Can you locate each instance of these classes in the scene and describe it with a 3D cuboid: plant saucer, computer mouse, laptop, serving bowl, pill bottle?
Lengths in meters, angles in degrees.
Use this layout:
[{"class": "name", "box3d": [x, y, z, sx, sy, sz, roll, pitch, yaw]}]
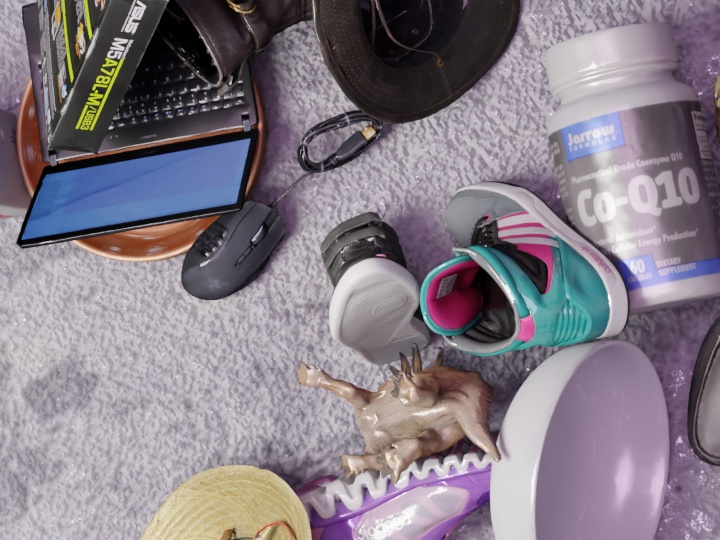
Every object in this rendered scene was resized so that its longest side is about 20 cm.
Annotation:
[{"class": "plant saucer", "box3d": [-0.170, -0.106, 1.688, 0.200, 0.032, 0.201, 0, 88, 11]}, {"class": "computer mouse", "box3d": [-0.058, -0.048, 1.646, 0.200, 0.034, 0.059, -45, 121, 8]}, {"class": "laptop", "box3d": [-0.175, -0.125, 1.621, 0.177, 0.103, 0.201, -9, 86, 10]}, {"class": "serving bowl", "box3d": [0.148, 0.145, 1.542, 0.066, 0.200, 0.201, 6, 89, 35]}, {"class": "pill bottle", "box3d": [0.200, -0.072, 1.569, 0.113, 0.114, 0.201, -13, 85, 11]}]

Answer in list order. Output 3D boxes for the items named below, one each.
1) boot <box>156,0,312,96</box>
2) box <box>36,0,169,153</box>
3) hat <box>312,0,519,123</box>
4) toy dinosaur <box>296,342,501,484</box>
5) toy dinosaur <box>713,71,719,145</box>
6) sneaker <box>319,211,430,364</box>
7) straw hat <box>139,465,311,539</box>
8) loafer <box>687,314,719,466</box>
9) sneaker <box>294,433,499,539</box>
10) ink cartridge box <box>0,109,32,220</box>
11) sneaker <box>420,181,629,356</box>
[{"class": "boot", "box3d": [-0.104, -0.241, 1.610, 0.200, 0.174, 0.069, 54, 142, 7]}, {"class": "box", "box3d": [-0.192, -0.219, 1.566, 0.047, 0.193, 0.200, 6, 56, -23]}, {"class": "hat", "box3d": [0.024, -0.208, 1.614, 0.081, 0.200, 0.201, 12, 90, 50]}, {"class": "toy dinosaur", "box3d": [0.049, 0.098, 1.547, 0.200, 0.135, 0.086, -4, 93, 49]}, {"class": "toy dinosaur", "box3d": [0.273, -0.129, 1.565, 0.058, 0.101, 0.201, 2, 87, -6]}, {"class": "sneaker", "box3d": [0.000, 0.000, 1.572, 0.071, 0.200, 0.099, -24, 73, 2]}, {"class": "straw hat", "box3d": [-0.082, 0.247, 1.621, 0.201, 0.085, 0.202, -21, 58, 37]}, {"class": "loafer", "box3d": [0.288, 0.048, 1.567, 0.073, 0.072, 0.201, 21, 93, 10]}, {"class": "sneaker", "box3d": [0.045, 0.181, 1.613, 0.200, 0.080, 0.089, -17, 90, 16]}, {"class": "ink cartridge box", "box3d": [-0.371, -0.062, 1.668, 0.199, 0.145, 0.084, -16, 85, 11]}, {"class": "sneaker", "box3d": [0.088, 0.001, 1.547, 0.200, 0.120, 0.084, 38, 131, 50]}]
